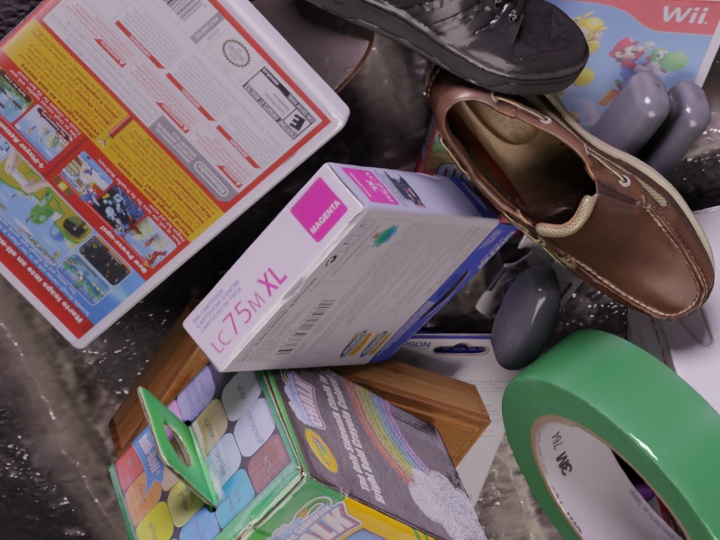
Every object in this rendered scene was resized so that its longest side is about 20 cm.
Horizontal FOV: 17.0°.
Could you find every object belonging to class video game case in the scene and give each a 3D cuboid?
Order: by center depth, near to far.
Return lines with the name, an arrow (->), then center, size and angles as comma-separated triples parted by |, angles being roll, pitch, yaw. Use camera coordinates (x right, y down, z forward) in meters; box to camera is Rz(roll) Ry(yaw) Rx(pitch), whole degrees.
video game case -> -0.124, -0.068, 1.212 | 0.200, 0.017, 0.143 | -39, 102, 24
video game case -> 0.110, -0.085, 1.319 | 0.142, 0.017, 0.200 | 2, 139, -13

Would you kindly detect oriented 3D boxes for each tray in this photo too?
tray -> -0.033, 0.088, 1.383 | 0.199, 0.037, 0.099 | 18, 121, -33

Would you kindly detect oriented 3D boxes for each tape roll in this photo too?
tape roll -> 0.162, 0.127, 1.350 | 0.048, 0.200, 0.201 | -38, 144, -18

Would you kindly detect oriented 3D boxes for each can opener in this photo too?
can opener -> 0.128, -0.020, 1.333 | 0.053, 0.067, 0.200 | 11, 137, -24

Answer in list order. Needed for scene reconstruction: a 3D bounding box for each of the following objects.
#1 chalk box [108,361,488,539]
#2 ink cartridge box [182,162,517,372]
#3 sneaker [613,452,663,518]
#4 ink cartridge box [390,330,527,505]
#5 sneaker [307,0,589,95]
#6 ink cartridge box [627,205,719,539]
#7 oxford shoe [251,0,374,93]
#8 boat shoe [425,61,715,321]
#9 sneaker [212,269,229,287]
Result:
chalk box -> -0.048, 0.127, 1.302 | 0.200, 0.125, 0.124 | 29, 114, -36
ink cartridge box -> 0.000, 0.000, 1.288 | 0.119, 0.042, 0.200 | -47, 158, 18
sneaker -> 0.240, 0.115, 1.547 | 0.199, 0.075, 0.088 | -25, 133, 19
ink cartridge box -> 0.041, 0.087, 1.495 | 0.099, 0.039, 0.200 | 2, 140, -14
sneaker -> 0.037, -0.159, 1.169 | 0.199, 0.060, 0.104 | 21, 137, -13
ink cartridge box -> 0.214, 0.077, 1.422 | 0.082, 0.146, 0.200 | -12, 146, -3
oxford shoe -> -0.065, -0.083, 1.261 | 0.200, 0.072, 0.071 | -33, 163, 26
boat shoe -> 0.107, -0.035, 1.254 | 0.202, 0.075, 0.075 | 40, 117, -17
sneaker -> -0.035, 0.074, 1.435 | 0.085, 0.077, 0.200 | -10, 141, -6
